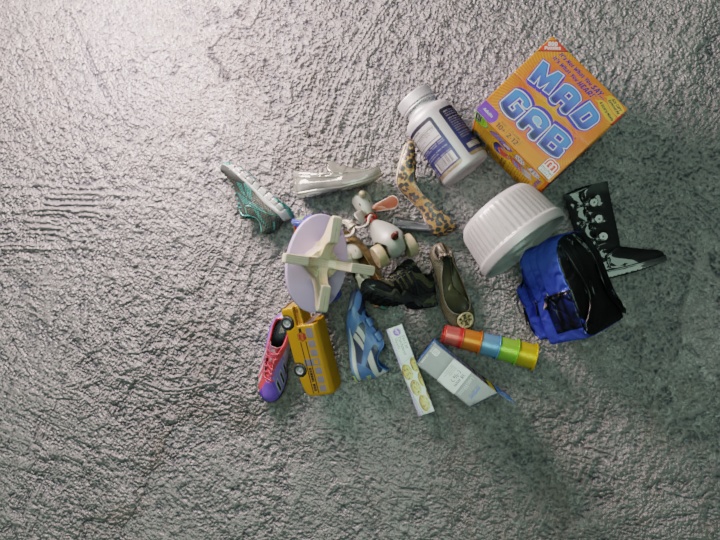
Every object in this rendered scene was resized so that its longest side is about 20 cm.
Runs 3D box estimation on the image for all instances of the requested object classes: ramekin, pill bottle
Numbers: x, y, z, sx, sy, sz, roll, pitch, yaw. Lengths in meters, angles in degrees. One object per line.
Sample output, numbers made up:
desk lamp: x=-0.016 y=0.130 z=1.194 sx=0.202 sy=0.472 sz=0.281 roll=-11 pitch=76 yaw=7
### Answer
ramekin: x=0.302 y=-0.085 z=1.306 sx=0.200 sy=0.200 sz=0.105 roll=-37 pitch=73 yaw=4
pill bottle: x=0.169 y=-0.290 z=1.369 sx=0.111 sy=0.111 sz=0.200 roll=-35 pitch=84 yaw=4

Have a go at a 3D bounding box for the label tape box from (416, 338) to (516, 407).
label tape box: x=0.211 y=0.226 z=1.322 sx=0.200 sy=0.144 sz=0.063 roll=38 pitch=92 yaw=7

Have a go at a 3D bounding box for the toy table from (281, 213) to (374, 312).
toy table: x=-0.075 y=-0.012 z=1.285 sx=0.183 sy=0.117 sz=0.201 roll=-4 pitch=95 yaw=-18

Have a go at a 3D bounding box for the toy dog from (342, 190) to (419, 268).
toy dog: x=0.039 y=-0.099 z=1.354 sx=0.200 sy=0.096 sz=0.132 roll=37 pitch=65 yaw=19

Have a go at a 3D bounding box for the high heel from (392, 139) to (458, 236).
high heel: x=0.147 y=-0.175 z=1.382 sx=0.142 sy=0.071 sz=0.201 roll=7 pitch=104 yaw=13

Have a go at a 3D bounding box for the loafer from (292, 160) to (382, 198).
loafer: x=-0.053 y=-0.207 z=1.413 sx=0.199 sy=0.070 sz=0.070 roll=-10 pitch=94 yaw=7

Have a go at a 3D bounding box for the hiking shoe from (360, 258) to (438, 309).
hiking shoe: x=0.079 y=0.024 z=1.351 sx=0.076 sy=0.199 sz=0.101 roll=-14 pitch=71 yaw=48

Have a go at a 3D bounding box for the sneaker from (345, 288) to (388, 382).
sneaker: x=0.013 y=0.137 z=1.389 sx=0.082 sy=0.074 sz=0.201 roll=-6 pitch=95 yaw=8

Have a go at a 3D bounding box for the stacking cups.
stacking cups: x=0.269 y=0.158 z=1.357 sx=0.199 sy=0.061 sz=0.061 roll=13 pitch=89 yaw=5

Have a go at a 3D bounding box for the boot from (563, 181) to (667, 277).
boot: x=0.528 y=-0.090 z=1.345 sx=0.164 sy=0.066 sz=0.201 roll=-15 pitch=81 yaw=4

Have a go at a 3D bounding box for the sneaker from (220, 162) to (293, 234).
sneaker: x=-0.248 y=-0.158 z=1.434 sx=0.200 sy=0.078 sz=0.091 roll=42 pitch=96 yaw=8

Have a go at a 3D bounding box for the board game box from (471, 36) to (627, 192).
board game box: x=0.367 y=-0.296 z=1.301 sx=0.200 sy=0.200 sz=0.200 roll=-43 pitch=84 yaw=3

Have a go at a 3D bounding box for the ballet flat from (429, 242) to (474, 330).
ballet flat: x=0.197 y=0.037 z=1.371 sx=0.067 sy=0.046 sz=0.201 roll=-18 pitch=92 yaw=-16

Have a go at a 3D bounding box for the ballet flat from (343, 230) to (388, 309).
ballet flat: x=0.000 y=0.000 z=1.393 sx=0.068 sy=0.072 sz=0.200 roll=-33 pitch=84 yaw=21

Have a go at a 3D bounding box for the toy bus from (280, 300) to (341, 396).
toy bus: x=-0.106 y=0.163 z=1.376 sx=0.078 sy=0.065 sz=0.201 roll=-9 pitch=102 yaw=20

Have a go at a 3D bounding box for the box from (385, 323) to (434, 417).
box: x=0.107 y=0.213 z=1.388 sx=0.041 sy=0.039 sz=0.201 roll=-20 pitch=85 yaw=4

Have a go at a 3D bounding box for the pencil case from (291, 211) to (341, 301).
pencil case: x=-0.091 y=-0.026 z=1.384 sx=0.078 sy=0.087 sz=0.201 roll=3 pitch=107 yaw=48

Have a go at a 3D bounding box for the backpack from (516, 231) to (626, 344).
backpack: x=0.401 y=0.033 z=1.293 sx=0.168 sy=0.162 sz=0.201 roll=-21 pitch=88 yaw=44

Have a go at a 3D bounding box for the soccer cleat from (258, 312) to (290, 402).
soccer cleat: x=-0.188 y=0.190 z=1.407 sx=0.068 sy=0.073 sz=0.201 roll=13 pitch=89 yaw=7
